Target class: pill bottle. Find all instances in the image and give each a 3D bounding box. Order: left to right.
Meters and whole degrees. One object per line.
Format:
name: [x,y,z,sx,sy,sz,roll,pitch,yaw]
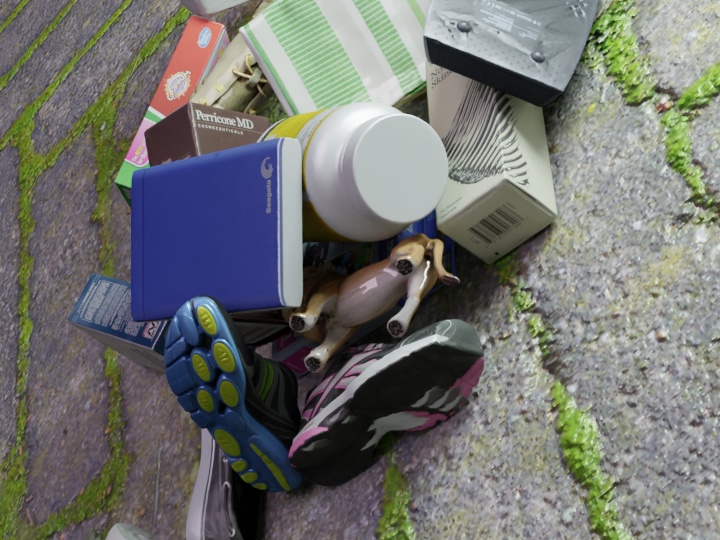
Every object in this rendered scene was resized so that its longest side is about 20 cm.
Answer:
pill bottle: [-0.010,-0.080,1.262,0.113,0.112,0.200,-64,23,-10]

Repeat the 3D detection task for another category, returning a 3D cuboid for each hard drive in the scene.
hard drive: [-0.123,-0.029,1.265,0.199,0.025,0.134,-7,81,46]
hard drive: [0.129,-0.226,1.272,0.042,0.134,0.201,112,179,-52]

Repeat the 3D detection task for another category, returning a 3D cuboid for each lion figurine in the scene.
lion figurine: [0.011,0.014,1.231,0.198,0.073,0.123,-18,17,29]

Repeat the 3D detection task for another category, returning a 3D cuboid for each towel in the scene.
towel: [0.004,-0.212,1.373,0.199,0.153,0.023,-33,-4,15]

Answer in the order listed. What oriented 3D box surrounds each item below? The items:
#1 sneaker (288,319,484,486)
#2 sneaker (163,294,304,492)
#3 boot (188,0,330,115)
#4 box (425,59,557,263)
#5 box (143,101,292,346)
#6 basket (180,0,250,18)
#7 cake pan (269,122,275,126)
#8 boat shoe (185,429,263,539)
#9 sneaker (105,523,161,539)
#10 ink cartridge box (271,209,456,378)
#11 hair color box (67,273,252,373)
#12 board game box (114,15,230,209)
sneaker: [0.012,0.086,1.223,0.199,0.080,0.087,-34,38,31]
sneaker: [-0.099,0.096,1.261,0.070,0.201,0.083,-12,37,24]
boot: [-0.093,-0.199,1.490,0.156,0.073,0.200,-51,25,-1]
box: [0.106,-0.112,1.270,0.082,0.068,0.201,-36,39,31]
box: [-0.120,-0.039,1.354,0.075,0.100,0.202,-27,68,39]
basket: [-0.112,-0.368,1.632,0.198,0.124,0.136,-24,21,-10]
cake pan: [-0.107,-0.058,1.490,0.201,0.036,0.202,-51,28,41]
boat shoe: [-0.104,0.162,1.335,0.056,0.069,0.202,-12,55,28]
sneaker: [-0.194,0.323,1.311,0.200,0.080,0.148,34,100,54]
ink cartridge box: [0.000,0.000,1.348,0.199,0.042,0.120,-31,41,33]
hair color box: [-0.199,0.060,1.505,0.199,0.100,0.061,12,71,55]
board game box: [-0.188,-0.147,1.631,0.040,0.153,0.202,19,73,11]
